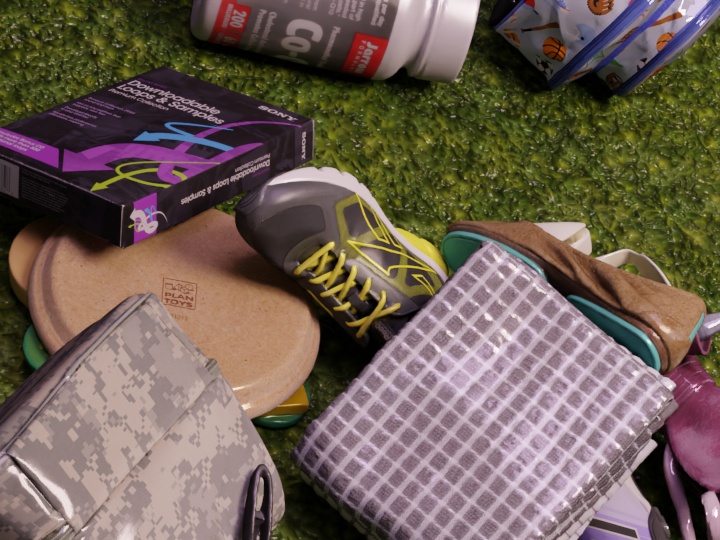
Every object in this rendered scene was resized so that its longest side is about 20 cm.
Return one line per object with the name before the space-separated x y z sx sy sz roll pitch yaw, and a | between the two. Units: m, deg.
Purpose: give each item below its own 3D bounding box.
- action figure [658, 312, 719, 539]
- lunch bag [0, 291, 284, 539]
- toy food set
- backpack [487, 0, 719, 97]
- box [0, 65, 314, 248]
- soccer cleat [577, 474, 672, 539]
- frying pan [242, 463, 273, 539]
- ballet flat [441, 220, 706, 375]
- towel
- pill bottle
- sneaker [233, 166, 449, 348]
action figure | 0.209 0.091 1.545 0.149 0.134 0.200 -34 69 -24
lunch bag | -0.145 0.140 1.327 0.168 0.139 0.200 48 44 -7
toy food set | -0.123 0.031 1.507 0.200 0.049 0.198 -1 48 -23
backpack | 0.198 -0.222 1.799 0.154 0.200 0.190 48 51 7
box | -0.146 -0.081 1.569 0.143 0.036 0.200 21 30 30
soccer cleat | 0.151 0.159 1.488 0.073 0.068 0.200 -21 61 -3
frying pan | -0.050 0.217 1.310 0.115 0.031 0.190 42 58 -27
ballet flat | 0.145 0.005 1.532 0.072 0.068 0.200 -38 43 -28
towel | 0.079 0.097 1.438 0.166 0.086 0.200 39 80 20
pill bottle | -0.018 -0.206 1.735 0.200 0.114 0.114 12 44 -10
sneaker | 0.000 0.000 1.517 0.200 0.074 0.085 27 33 -42
